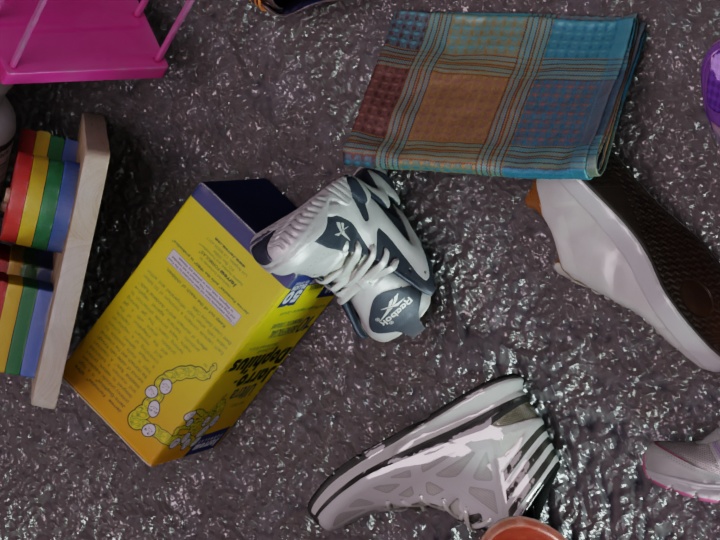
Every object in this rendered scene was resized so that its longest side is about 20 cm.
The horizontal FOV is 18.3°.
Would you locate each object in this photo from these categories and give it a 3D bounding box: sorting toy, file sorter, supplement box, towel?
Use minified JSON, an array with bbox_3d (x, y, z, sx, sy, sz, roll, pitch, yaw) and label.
[{"bbox_3d":[-0.250,-0.018,1.730,0.070,0.200,0.199,12,100,-10],"label":"sorting toy"},{"bbox_3d":[-0.222,-0.259,1.688,0.125,0.139,0.200,-54,52,43],"label":"file sorter"},{"bbox_3d":[-0.118,0.038,1.727,0.110,0.109,0.200,44,110,16],"label":"supplement box"},{"bbox_3d":[0.096,-0.130,1.622,0.200,0.022,0.147,5,58,24],"label":"towel"}]

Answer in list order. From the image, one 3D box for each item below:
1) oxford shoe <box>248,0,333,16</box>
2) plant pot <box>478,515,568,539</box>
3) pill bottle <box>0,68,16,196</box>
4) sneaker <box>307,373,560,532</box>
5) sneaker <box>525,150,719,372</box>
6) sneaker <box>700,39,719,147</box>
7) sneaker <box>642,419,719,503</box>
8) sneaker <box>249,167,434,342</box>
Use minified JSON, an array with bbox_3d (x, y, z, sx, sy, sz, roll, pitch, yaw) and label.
[{"bbox_3d":[-0.080,-0.234,1.697,0.200,0.071,0.073,-1,53,25],"label":"oxford shoe"},{"bbox_3d":[0.068,0.305,1.626,0.195,0.201,0.201,-27,82,32],"label":"plant pot"},{"bbox_3d":[-0.330,-0.087,1.723,0.116,0.116,0.200,28,119,20],"label":"pill bottle"},{"bbox_3d":[0.060,0.172,1.673,0.200,0.076,0.115,-32,79,20],"label":"sneaker"},{"bbox_3d":[0.197,-0.001,1.613,0.200,0.073,0.085,53,136,10],"label":"sneaker"},{"bbox_3d":[0.287,-0.071,1.546,0.080,0.088,0.200,-22,83,26],"label":"sneaker"},{"bbox_3d":[0.296,0.113,1.565,0.200,0.081,0.088,-7,89,17],"label":"sneaker"},{"bbox_3d":[0.000,0.000,1.629,0.079,0.199,0.130,-34,91,16],"label":"sneaker"}]
